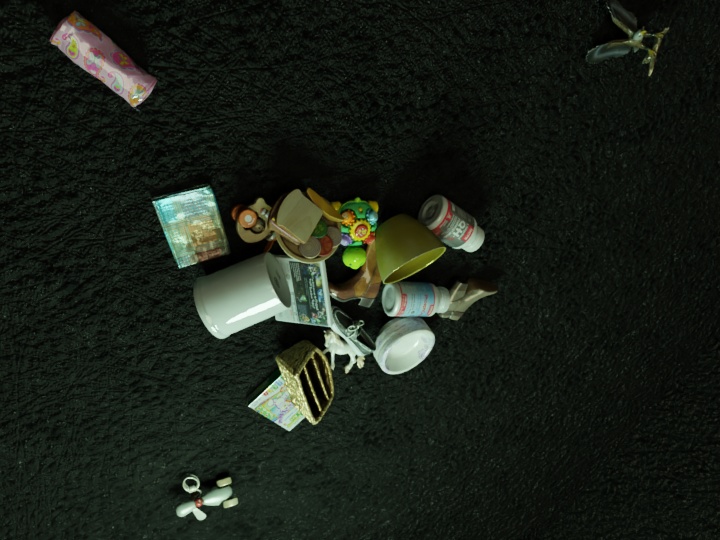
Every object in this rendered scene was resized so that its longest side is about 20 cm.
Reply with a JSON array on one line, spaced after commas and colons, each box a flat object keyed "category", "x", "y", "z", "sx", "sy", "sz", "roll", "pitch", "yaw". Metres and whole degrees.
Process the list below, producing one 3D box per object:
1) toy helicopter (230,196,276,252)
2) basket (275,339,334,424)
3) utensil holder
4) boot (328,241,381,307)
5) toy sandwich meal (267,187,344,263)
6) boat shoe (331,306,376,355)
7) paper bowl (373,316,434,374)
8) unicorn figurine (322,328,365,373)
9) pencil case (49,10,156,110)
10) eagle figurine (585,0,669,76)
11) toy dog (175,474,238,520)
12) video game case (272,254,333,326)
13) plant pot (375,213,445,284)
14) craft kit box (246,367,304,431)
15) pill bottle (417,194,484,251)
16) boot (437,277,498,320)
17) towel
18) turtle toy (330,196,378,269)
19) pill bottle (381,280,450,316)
[{"category": "toy helicopter", "x": -0.228, "y": -0.137, "z": 1.344, "sx": 0.199, "sy": 0.079, "sz": 0.133, "roll": -33, "pitch": 119, "yaw": -18}, {"category": "basket", "x": -0.143, "y": 0.327, "z": 1.547, "sx": 0.142, "sy": 0.149, "sz": 0.202, "roll": -27, "pitch": 116, "yaw": -25}, {"category": "utensil holder", "x": -0.300, "y": 0.062, "z": 1.338, "sx": 0.198, "sy": 0.171, "sz": 0.171, "roll": -21, "pitch": 125, "yaw": 7}, {"category": "boot", "x": 0.000, "y": 0.000, "z": 1.518, "sx": 0.187, "sy": 0.069, "sz": 0.202, "roll": 18, "pitch": 107, "yaw": -25}, {"category": "toy sandwich meal", "x": -0.131, "y": -0.118, "z": 1.313, "sx": 0.203, "sy": 0.070, "sz": 0.208, "roll": 4, "pitch": 80, "yaw": -24}, {"category": "boat shoe", "x": -0.025, "y": 0.183, "z": 1.577, "sx": 0.068, "sy": 0.074, "sz": 0.200, "roll": -20, "pitch": 114, "yaw": 39}, {"category": "paper bowl", "x": 0.131, "y": 0.228, "z": 1.661, "sx": 0.199, "sy": 0.105, "sz": 0.202, "roll": -18, "pitch": 137, "yaw": -18}, {"category": "unicorn figurine", "x": -0.069, "y": 0.251, "z": 1.634, "sx": 0.199, "sy": 0.074, "sz": 0.139, "roll": 6, "pitch": 106, "yaw": -41}, {"category": "pencil case", "x": -0.519, "y": -0.425, "z": 1.054, "sx": 0.088, "sy": 0.088, "sz": 0.200, "roll": -46, "pitch": 125, "yaw": 7}, {"category": "eagle figurine", "x": 0.743, "y": -0.655, "z": 1.443, "sx": 0.198, "sy": 0.151, "sz": 0.153, "roll": 13, "pitch": 71, "yaw": 3}, {"category": "toy dog", "x": -0.509, "y": 0.754, "z": 1.714, "sx": 0.198, "sy": 0.133, "sz": 0.096, "roll": 12, "pitch": 151, "yaw": -23}, {"category": "video game case", "x": -0.169, "y": 0.055, "z": 1.422, "sx": 0.180, "sy": 0.023, "sz": 0.202, "roll": 5, "pitch": 115, "yaw": 24}, {"category": "plant pot", "x": 0.120, "y": -0.073, "z": 1.449, "sx": 0.198, "sy": 0.143, "sz": 0.200, "roll": -26, "pitch": 167, "yaw": -6}, {"category": "craft kit box", "x": -0.228, "y": 0.401, "z": 1.662, "sx": 0.200, "sy": 0.049, "sz": 0.197, "roll": -43, "pitch": 127, "yaw": 5}, {"category": "pill bottle", "x": 0.273, "y": -0.132, "z": 1.528, "sx": 0.199, "sy": 0.111, "sz": 0.111, "roll": 27, "pitch": 105, "yaw": -32}, {"category": "boot", "x": 0.352, "y": 0.100, "z": 1.727, "sx": 0.198, "sy": 0.070, "sz": 0.147, "roll": 9, "pitch": 120, "yaw": -25}, {"category": "towel", "x": -0.422, "y": -0.110, "z": 1.307, "sx": 0.145, "sy": 0.022, "sz": 0.202, "roll": -17, "pitch": 123, "yaw": -12}, {"category": "turtle toy", "x": -0.014, "y": -0.105, "z": 1.430, "sx": 0.144, "sy": 0.101, "sz": 0.202, "roll": -5, "pitch": 119, "yaw": -20}, {"category": "pill bottle", "x": 0.175, "y": 0.089, "z": 1.613, "sx": 0.198, "sy": 0.109, "sz": 0.110, "roll": 3, "pitch": 117, "yaw": -24}]
